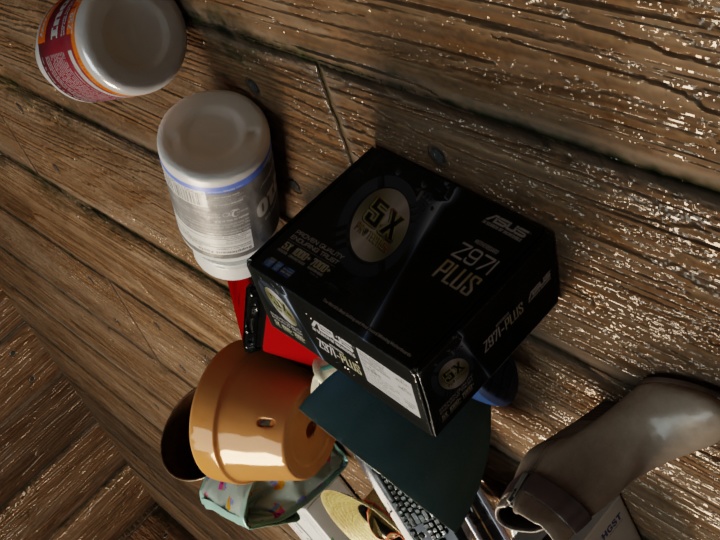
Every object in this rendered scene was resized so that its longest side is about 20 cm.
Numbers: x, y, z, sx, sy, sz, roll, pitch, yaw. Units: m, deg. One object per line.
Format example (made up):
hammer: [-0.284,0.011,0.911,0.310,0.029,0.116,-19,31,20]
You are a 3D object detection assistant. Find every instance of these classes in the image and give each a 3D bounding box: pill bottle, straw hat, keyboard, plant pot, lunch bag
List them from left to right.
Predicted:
pill bottle: [-0.264,-0.231,1.071,0.199,0.113,0.114,7,136,57]
pill bottle: [-0.142,-0.081,1.095,0.113,0.114,0.201,38,156,21]
plant pot: [-0.217,0.321,1.841,0.186,0.188,0.200,24,163,44]
lunch bag: [-0.145,0.312,1.628,0.170,0.200,0.123,8,136,56]
plant pot: [-0.121,0.207,1.452,0.139,0.201,0.201,10,140,32]
straw hat: [0.046,0.349,1.497,0.200,0.085,0.202,33,153,19]
plant pot: [0.055,0.147,1.056,0.199,0.135,0.200,37,172,6]
keyboard: [0.078,0.273,1.306,0.127,0.021,0.201,-34,88,27]

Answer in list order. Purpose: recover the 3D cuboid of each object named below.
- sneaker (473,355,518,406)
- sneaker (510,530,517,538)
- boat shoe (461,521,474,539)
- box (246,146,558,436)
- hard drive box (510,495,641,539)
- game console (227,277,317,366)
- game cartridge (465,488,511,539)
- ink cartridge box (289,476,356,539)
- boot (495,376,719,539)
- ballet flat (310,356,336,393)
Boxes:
sneaker: [0.056,0.068,0.977,0.199,0.074,0.083,33,132,-3]
sneaker: [0.221,0.316,1.172,0.201,0.076,0.082,61,177,-21]
boat shoe: [0.072,0.277,1.353,0.199,0.067,0.074,39,156,20]
box: [0.034,0.009,0.859,0.199,0.164,0.087,31,153,36]
hard drive box: [0.224,0.337,1.063,0.076,0.156,0.201,13,140,53]
game console: [-0.095,0.029,1.315,0.201,0.117,0.174,108,148,-64]
game cartridge: [0.143,0.292,1.207,0.202,0.040,0.133,60,-178,3]
ink cartridge box: [-0.058,0.430,1.815,0.146,0.084,0.200,51,158,-8]
boot: [0.194,0.161,0.839,0.070,0.146,0.200,49,157,-3]
ballet flat: [-0.032,0.168,1.354,0.069,0.069,0.201,35,153,26]
